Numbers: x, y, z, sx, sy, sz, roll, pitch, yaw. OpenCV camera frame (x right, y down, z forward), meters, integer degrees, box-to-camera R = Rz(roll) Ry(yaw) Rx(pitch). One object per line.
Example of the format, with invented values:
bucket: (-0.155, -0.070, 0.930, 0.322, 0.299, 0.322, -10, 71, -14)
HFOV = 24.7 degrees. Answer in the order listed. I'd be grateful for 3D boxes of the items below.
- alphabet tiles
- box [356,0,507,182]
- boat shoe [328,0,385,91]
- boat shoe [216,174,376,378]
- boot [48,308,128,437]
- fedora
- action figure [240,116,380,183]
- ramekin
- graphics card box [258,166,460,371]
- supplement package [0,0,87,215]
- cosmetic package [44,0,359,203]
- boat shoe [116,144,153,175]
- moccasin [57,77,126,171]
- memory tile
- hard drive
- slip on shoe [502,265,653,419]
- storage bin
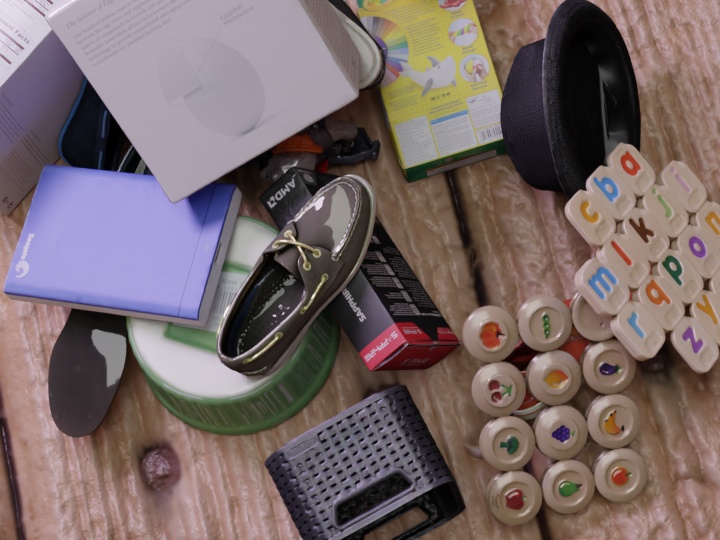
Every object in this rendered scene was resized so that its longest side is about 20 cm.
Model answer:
alphabet tiles: (0.270, -0.012, 1.482, 0.196, 0.015, 0.200, 49, 53, -6)
box: (0.070, -0.198, 1.608, 0.116, 0.048, 0.202, -16, 75, 3)
boat shoe: (-0.050, -0.247, 1.551, 0.200, 0.060, 0.074, 44, 97, 7)
boat shoe: (-0.056, 0.003, 1.432, 0.072, 0.060, 0.203, 34, 94, 21)
boot: (-0.246, 0.059, 1.560, 0.073, 0.075, 0.203, 7, 81, 5)
fedora: (0.186, -0.147, 1.537, 0.091, 0.200, 0.203, -7, 70, 36)
action figure: (-0.086, -0.160, 1.589, 0.197, 0.105, 0.196, -9, 64, 4)
ramekin: (-0.123, 0.045, 1.532, 0.197, 0.098, 0.203, -2, 74, 7)
graphics card box: (0.000, 0.000, 1.514, 0.051, 0.125, 0.201, -39, 73, 20)
supplement package: (-0.351, -0.197, 1.583, 0.147, 0.191, 0.200, 38, 81, 15)
cosmetic package: (-0.133, -0.206, 1.445, 0.198, 0.123, 0.201, -28, 114, 13)
boat shoe: (-0.183, -0.122, 1.577, 0.073, 0.062, 0.201, 36, 101, 37)
moccasin: (-0.225, -0.174, 1.593, 0.068, 0.080, 0.201, 39, 127, 15)
memory tile: (0.175, 0.120, 1.465, 0.151, 0.017, 0.203, -10, 98, -6)
hard drive: (-0.218, -0.025, 1.505, 0.198, 0.025, 0.133, 7, 68, 20)
slip on shoe: (0.202, 0.051, 1.499, 0.199, 0.074, 0.061, -40, 118, -3)
storage bin: (0.007, 0.186, 1.421, 0.134, 0.200, 0.094, -28, 72, -2)
